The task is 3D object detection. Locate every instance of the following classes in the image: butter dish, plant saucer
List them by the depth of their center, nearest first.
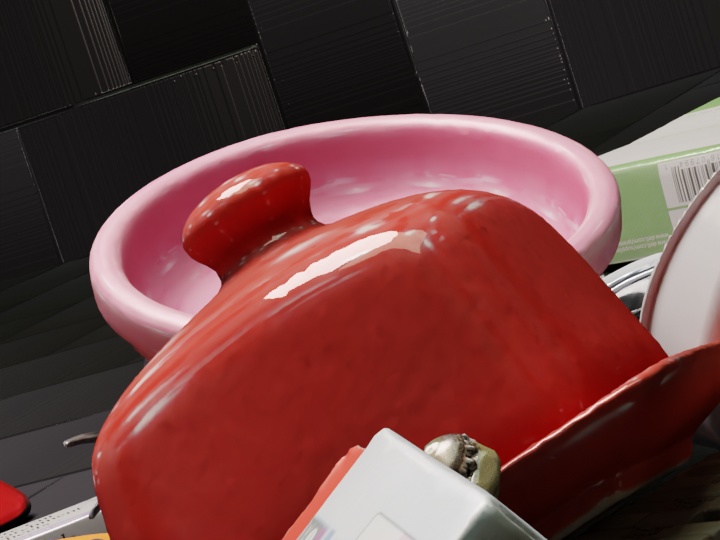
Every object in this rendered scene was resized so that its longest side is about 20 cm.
[{"bbox_3d":[-0.001,0.035,0.709,0.199,0.148,0.200,-37,-9,15],"label":"butter dish"},{"bbox_3d":[0.000,0.000,0.882,0.199,0.051,0.201,-7,25,3],"label":"plant saucer"}]

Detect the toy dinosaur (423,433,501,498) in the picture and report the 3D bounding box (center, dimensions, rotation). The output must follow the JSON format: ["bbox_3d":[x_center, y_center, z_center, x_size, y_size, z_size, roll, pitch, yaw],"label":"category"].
[{"bbox_3d":[0.053,0.111,0.522,0.087,0.048,0.200,4,29,-9],"label":"toy dinosaur"}]

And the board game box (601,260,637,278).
[{"bbox_3d":[0.128,0.024,1.050,0.198,0.065,0.148,-16,5,7],"label":"board game box"}]

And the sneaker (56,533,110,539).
[{"bbox_3d":[-0.114,0.135,0.801,0.199,0.078,0.112,-9,-5,-42],"label":"sneaker"}]

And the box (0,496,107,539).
[{"bbox_3d":[-0.084,0.110,1.031,0.199,0.039,0.041,-20,5,-15],"label":"box"}]

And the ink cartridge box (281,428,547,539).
[{"bbox_3d":[-0.037,0.105,0.505,0.163,0.057,0.200,-52,20,-5],"label":"ink cartridge box"}]

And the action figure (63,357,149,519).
[{"bbox_3d":[-0.013,0.060,0.952,0.198,0.120,0.102,-7,19,17],"label":"action figure"}]

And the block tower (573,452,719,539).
[{"bbox_3d":[0.134,0.070,0.670,0.058,0.054,0.199,-11,10,46],"label":"block tower"}]

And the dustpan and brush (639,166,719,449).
[{"bbox_3d":[0.130,0.038,0.814,0.200,0.139,0.057,-46,29,3],"label":"dustpan and brush"}]

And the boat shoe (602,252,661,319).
[{"bbox_3d":[0.164,0.025,0.935,0.198,0.072,0.068,-10,6,10],"label":"boat shoe"}]

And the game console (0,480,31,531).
[{"bbox_3d":[-0.308,0.168,1.285,0.199,0.119,0.173,-24,-23,-46],"label":"game console"}]

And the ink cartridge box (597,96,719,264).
[{"bbox_3d":[0.182,-0.053,1.076,0.145,0.048,0.199,-12,7,42],"label":"ink cartridge box"}]
